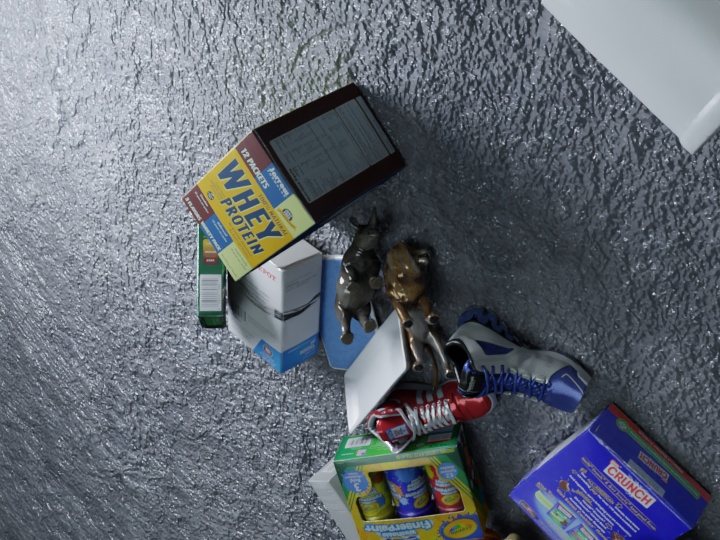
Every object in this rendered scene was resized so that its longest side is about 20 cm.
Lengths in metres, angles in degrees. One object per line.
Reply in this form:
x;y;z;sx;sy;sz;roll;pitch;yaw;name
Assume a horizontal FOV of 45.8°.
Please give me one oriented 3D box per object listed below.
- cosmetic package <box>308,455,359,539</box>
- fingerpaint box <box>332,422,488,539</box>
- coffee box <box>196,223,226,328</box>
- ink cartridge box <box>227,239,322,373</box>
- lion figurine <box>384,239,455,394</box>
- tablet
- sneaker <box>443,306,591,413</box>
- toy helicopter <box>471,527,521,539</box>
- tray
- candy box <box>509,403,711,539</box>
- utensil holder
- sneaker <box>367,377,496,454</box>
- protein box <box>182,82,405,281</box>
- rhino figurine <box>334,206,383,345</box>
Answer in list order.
0.009;0.412;1.444;0.201;0.090;0.107;55;153;-5;cosmetic package
0.078;0.330;1.303;0.198;0.073;0.168;-11;110;19;fingerpaint box
-0.231;-0.018;1.327;0.123;0.044;0.202;120;148;-75;coffee box
-0.137;0.034;1.339;0.144;0.084;0.201;34;135;35;ink cartridge box
0.078;0.065;1.188;0.123;0.072;0.201;-112;11;-53;lion figurine
-0.025;0.069;1.328;0.129;0.014;0.202;1;115;41;tablet
0.186;0.137;1.110;0.199;0.115;0.081;31;133;23;sneaker
0.257;0.445;1.253;0.199;0.079;0.133;-18;100;23;toy helicopter
0.026;0.153;1.276;0.022;0.108;0.200;12;139;-21;tray
0.320;0.295;1.119;0.169;0.077;0.200;45;137;11;candy box
0.287;-0.234;0.758;0.200;0.170;0.170;47;137;12;utensil holder
0.096;0.210;1.235;0.199;0.112;0.072;-14;106;45;sneaker
-0.088;-0.117;1.131;0.198;0.200;0.136;-31;93;47;protein box
0.000;0.000;1.207;0.059;0.088;0.202;3;120;-12;rhino figurine
